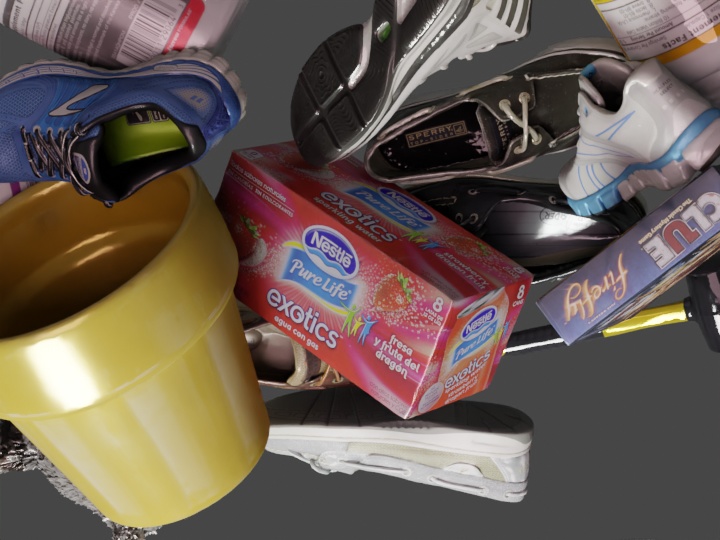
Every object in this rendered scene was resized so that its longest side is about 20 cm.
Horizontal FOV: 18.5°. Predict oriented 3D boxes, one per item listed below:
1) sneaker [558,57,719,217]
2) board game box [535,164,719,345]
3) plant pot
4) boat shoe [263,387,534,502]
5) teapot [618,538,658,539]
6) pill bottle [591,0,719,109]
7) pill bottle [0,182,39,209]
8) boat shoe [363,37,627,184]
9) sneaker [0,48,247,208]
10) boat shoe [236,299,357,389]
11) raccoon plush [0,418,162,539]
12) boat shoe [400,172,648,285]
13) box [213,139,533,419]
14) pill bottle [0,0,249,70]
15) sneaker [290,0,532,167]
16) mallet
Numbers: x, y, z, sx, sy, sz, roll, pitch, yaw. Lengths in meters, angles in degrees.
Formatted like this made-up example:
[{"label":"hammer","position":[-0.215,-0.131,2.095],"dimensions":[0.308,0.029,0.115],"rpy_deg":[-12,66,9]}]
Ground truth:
[{"label":"sneaker","position":[0.164,-0.093,1.389],"dimensions":[0.075,0.200,0.087],"rpy_deg":[-44,95,-19]},{"label":"board game box","position":[0.192,-0.014,1.387],"dimensions":[0.135,0.200,0.035],"rpy_deg":[-39,82,17]},{"label":"plant pot","position":[-0.153,0.055,1.434],"dimensions":[0.200,0.201,0.189],"rpy_deg":[-17,121,18]},{"label":"boat shoe","position":[0.021,0.126,1.577],"dimensions":[0.202,0.074,0.065],"rpy_deg":[3,109,3]},{"label":"teapot","position":[0.201,0.299,1.573],"dimensions":[0.200,0.146,0.198],"rpy_deg":[-31,104,20]},{"label":"pill bottle","position":[0.199,-0.187,1.384],"dimensions":[0.113,0.113,0.200],"rpy_deg":[-28,104,21]},{"label":"pill bottle","position":[-0.241,-0.013,1.547],"dimensions":[0.112,0.112,0.200],"rpy_deg":[-6,111,14]},{"label":"boat shoe","position":[0.098,-0.097,1.469],"dimensions":[0.200,0.064,0.071],"rpy_deg":[-17,108,17]},{"label":"sneaker","position":[-0.175,-0.087,1.403],"dimensions":[0.200,0.089,0.079],"rpy_deg":[-10,120,23]},{"label":"boat shoe","position":[-0.034,0.058,1.557],"dimensions":[0.200,0.072,0.072],"rpy_deg":[5,114,9]},{"label":"raccoon plush","position":[-0.208,0.158,1.599],"dimensions":[0.200,0.134,0.097],"rpy_deg":[-18,109,18]},{"label":"boat shoe","position":[0.093,-0.022,1.500],"dimensions":[0.199,0.066,0.075],"rpy_deg":[2,114,11]},{"label":"box","position":[0.000,0.000,1.468],"dimensions":[0.200,0.100,0.096],"rpy_deg":[35,118,27]},{"label":"pill bottle","position":[-0.179,-0.194,1.457],"dimensions":[0.200,0.111,0.111],"rpy_deg":[28,115,-1]},{"label":"sneaker","position":[0.044,-0.136,1.442],"dimensions":[0.201,0.115,0.076],"rpy_deg":[-48,55,38]},{"label":"mallet","position":[0.172,0.028,1.526],"dimensions":[0.200,0.041,0.066],"rpy_deg":[-5,111,18]}]
